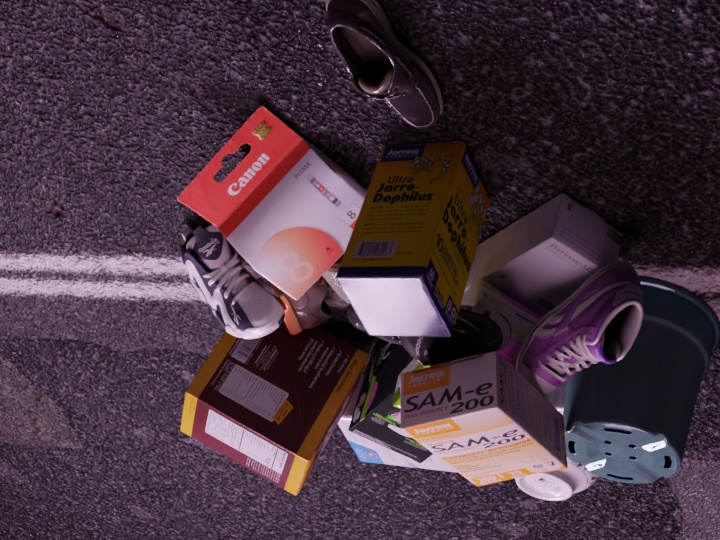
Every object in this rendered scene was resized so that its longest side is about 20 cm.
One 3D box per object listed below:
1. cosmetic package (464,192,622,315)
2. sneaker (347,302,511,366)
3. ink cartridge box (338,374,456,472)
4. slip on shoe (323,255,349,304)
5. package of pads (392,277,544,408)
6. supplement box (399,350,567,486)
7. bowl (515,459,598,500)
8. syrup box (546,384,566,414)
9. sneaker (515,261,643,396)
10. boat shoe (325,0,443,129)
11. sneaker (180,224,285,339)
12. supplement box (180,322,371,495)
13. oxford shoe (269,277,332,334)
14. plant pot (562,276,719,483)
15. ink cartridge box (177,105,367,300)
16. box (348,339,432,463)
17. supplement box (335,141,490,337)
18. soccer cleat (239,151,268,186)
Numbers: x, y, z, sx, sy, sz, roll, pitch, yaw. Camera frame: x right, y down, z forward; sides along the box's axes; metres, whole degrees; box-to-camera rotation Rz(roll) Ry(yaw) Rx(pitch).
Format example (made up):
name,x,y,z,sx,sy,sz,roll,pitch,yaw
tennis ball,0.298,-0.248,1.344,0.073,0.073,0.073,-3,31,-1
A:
name,x,y,z,sx,sy,sz,roll,pitch,yaw
cosmetic package,0.213,-0.006,1.527,0.101,0.075,0.200,30,147,-18
sneaker,0.070,0.068,1.460,0.198,0.091,0.067,12,115,18
ink cartridge box,0.080,0.237,1.938,0.198,0.085,0.145,4,145,24
slip on shoe,0.000,0.000,1.643,0.074,0.061,0.200,47,161,-1
package of pads,0.156,0.125,1.561,0.154,0.068,0.200,30,122,-13
supplement box,0.146,0.177,1.460,0.125,0.074,0.200,-17,144,27
bowl,0.286,0.287,1.898,0.199,0.095,0.201,14,147,9
syrup box,0.244,0.186,1.785,0.198,0.079,0.082,-5,141,33
sneaker,0.247,0.088,1.427,0.072,0.115,0.201,28,116,-14
boat shoe,0.021,-0.212,1.326,0.071,0.065,0.200,-7,140,32
sneaker,-0.184,0.003,1.690,0.199,0.079,0.130,43,162,49
supplement box,-0.124,0.177,1.819,0.199,0.198,0.133,29,148,5
oxford shoe,-0.087,0.005,1.717,0.072,0.072,0.201,-15,140,2
plant pot,0.340,0.146,1.572,0.198,0.197,0.201,13,148,8
ink cartridge box,-0.095,-0.078,1.519,0.162,0.050,0.200,-45,123,14
box,0.089,0.153,1.749,0.123,0.150,0.200,25,147,-12
supplement box,0.064,-0.037,1.435,0.109,0.201,0.109,-1,141,27
soccer cleat,-0.093,-0.075,1.600,0.068,0.073,0.201,20,140,49
